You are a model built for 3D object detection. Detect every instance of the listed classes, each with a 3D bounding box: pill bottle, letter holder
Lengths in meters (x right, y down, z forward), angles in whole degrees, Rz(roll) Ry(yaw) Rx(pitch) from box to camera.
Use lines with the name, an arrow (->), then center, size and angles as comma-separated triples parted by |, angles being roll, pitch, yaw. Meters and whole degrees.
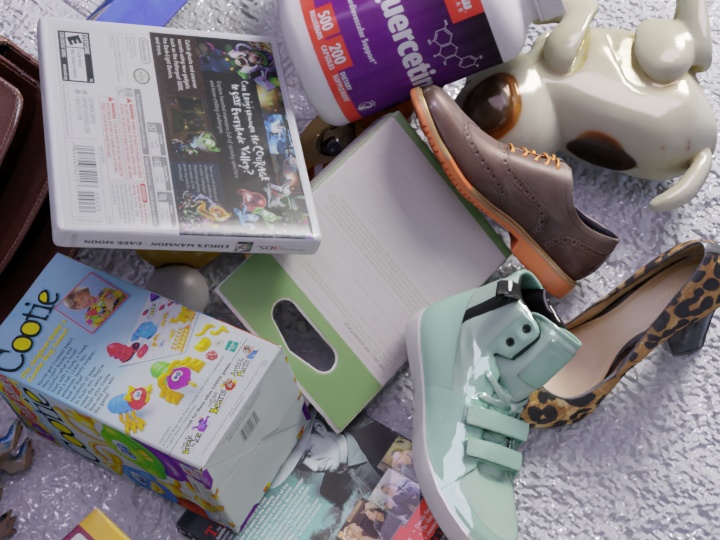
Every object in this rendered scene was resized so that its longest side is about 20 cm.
pill bottle -> 0.046, -0.192, 1.023 | 0.199, 0.113, 0.113 | -21, 58, 10
letter holder -> -0.280, -0.053, 1.015 | 0.142, 0.101, 0.200 | 34, 104, 4

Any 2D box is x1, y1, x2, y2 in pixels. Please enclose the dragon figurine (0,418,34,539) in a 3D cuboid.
dragon figurine -> -0.298, 0.154, 0.983 | 0.099, 0.059, 0.201 | 3, 59, 6

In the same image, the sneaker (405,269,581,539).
sneaker -> 0.097, 0.094, 0.923 | 0.118, 0.074, 0.201 | -30, 55, 33

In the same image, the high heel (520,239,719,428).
high heel -> 0.165, 0.042, 0.965 | 0.199, 0.143, 0.072 | -21, 60, -8

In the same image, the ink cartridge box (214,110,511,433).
ink cartridge box -> 0.000, 0.000, 1.015 | 0.200, 0.048, 0.146 | -44, 104, -18

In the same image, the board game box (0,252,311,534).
board game box -> -0.152, 0.085, 0.974 | 0.199, 0.103, 0.105 | 21, 62, 25

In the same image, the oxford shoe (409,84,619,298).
oxford shoe -> 0.114, -0.072, 1.022 | 0.073, 0.200, 0.071 | -38, 21, 15

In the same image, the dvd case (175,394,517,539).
dvd case -> -0.010, 0.175, 0.970 | 0.200, 0.022, 0.146 | 28, 65, 18

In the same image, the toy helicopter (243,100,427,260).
toy helicopter -> -0.039, -0.070, 1.086 | 0.132, 0.079, 0.200 | 11, 51, 30

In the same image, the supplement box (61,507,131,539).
supplement box -> -0.189, 0.277, 0.874 | 0.131, 0.103, 0.200 | 38, 68, 23

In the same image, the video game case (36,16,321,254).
video game case -> -0.131, -0.097, 0.967 | 0.181, 0.023, 0.201 | 2, 52, -21

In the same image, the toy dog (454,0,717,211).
toy dog -> 0.171, -0.128, 1.089 | 0.199, 0.140, 0.195 | -6, 76, 2

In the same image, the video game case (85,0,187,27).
video game case -> -0.177, -0.230, 1.144 | 0.045, 0.181, 0.200 | 45, 66, -17

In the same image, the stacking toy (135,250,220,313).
stacking toy -> -0.139, -0.051, 1.076 | 0.145, 0.146, 0.201 | -4, 77, 2
